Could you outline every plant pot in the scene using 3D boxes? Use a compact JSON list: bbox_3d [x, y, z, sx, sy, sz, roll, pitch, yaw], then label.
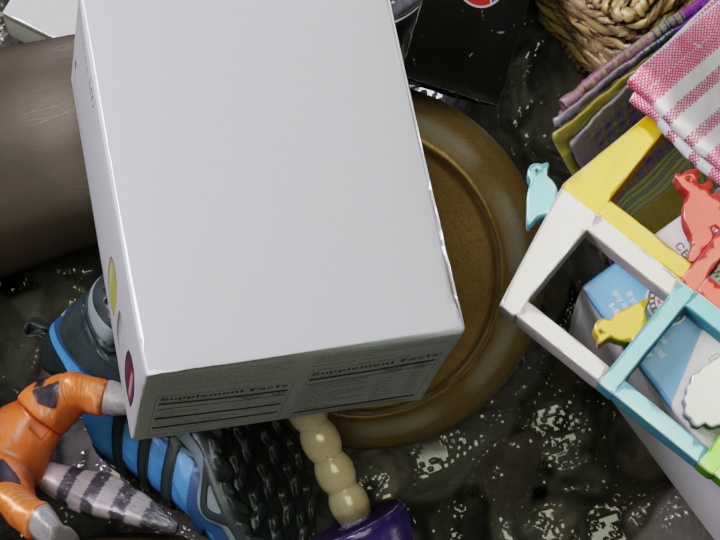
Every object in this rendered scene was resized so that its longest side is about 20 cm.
[{"bbox_3d":[0.000,0.000,1.220,0.198,0.027,0.202,1,98,7],"label":"plant pot"}]

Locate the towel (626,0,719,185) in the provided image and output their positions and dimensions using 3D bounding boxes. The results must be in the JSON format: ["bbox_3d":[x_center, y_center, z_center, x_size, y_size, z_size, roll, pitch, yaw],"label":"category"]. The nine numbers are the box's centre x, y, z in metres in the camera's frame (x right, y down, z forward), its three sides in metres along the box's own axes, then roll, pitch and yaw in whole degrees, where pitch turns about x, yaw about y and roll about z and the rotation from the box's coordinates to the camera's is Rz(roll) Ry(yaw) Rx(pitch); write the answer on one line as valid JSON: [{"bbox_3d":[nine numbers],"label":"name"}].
[{"bbox_3d":[0.245,-0.069,1.096,0.200,0.030,0.146,43,70,11],"label":"towel"}]

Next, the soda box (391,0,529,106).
[{"bbox_3d":[0.059,-0.194,1.200,0.070,0.063,0.202,14,94,-31],"label":"soda box"}]

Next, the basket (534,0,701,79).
[{"bbox_3d":[0.196,-0.181,1.264,0.200,0.149,0.143,-41,46,-6],"label":"basket"}]

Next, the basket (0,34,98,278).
[{"bbox_3d":[-0.233,-0.047,1.215,0.198,0.180,0.137,-16,78,-12],"label":"basket"}]

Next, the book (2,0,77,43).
[{"bbox_3d":[-0.083,-0.150,1.283,0.199,0.048,0.134,26,75,8],"label":"book"}]

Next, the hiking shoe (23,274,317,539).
[{"bbox_3d":[-0.096,0.093,1.225,0.086,0.074,0.201,-29,94,41],"label":"hiking shoe"}]

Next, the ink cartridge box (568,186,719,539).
[{"bbox_3d":[0.232,0.022,1.177,0.199,0.146,0.147,-36,79,-6],"label":"ink cartridge box"}]

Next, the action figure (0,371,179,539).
[{"bbox_3d":[-0.199,0.123,1.171,0.192,0.105,0.201,-1,59,38],"label":"action figure"}]

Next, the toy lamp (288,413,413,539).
[{"bbox_3d":[-0.024,0.086,1.194,0.058,0.058,0.201,-25,92,-3],"label":"toy lamp"}]

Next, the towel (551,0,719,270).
[{"bbox_3d":[0.194,-0.087,1.211,0.199,0.144,0.023,-35,45,-9],"label":"towel"}]

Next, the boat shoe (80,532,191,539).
[{"bbox_3d":[-0.182,0.181,1.207,0.198,0.073,0.065,-11,84,10],"label":"boat shoe"}]

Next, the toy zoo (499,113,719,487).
[{"bbox_3d":[0.160,0.011,1.096,0.200,0.020,0.131,39,82,10],"label":"toy zoo"}]

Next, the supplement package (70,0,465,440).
[{"bbox_3d":[-0.052,-0.036,1.114,0.154,0.111,0.202,-8,71,-13],"label":"supplement package"}]
